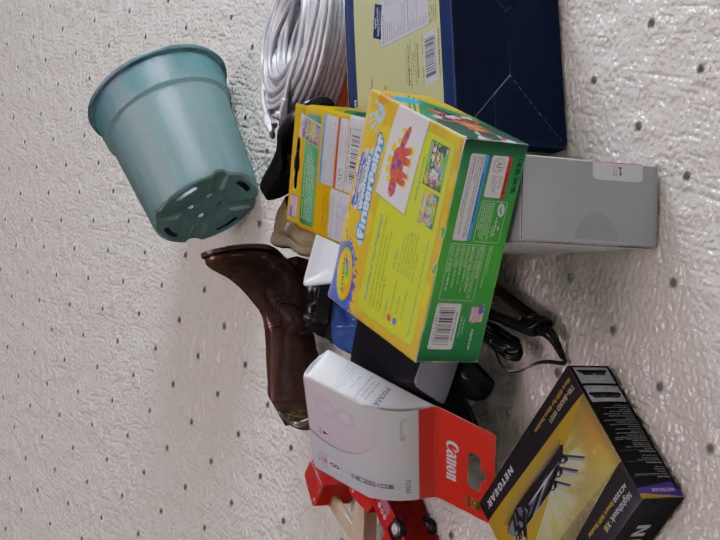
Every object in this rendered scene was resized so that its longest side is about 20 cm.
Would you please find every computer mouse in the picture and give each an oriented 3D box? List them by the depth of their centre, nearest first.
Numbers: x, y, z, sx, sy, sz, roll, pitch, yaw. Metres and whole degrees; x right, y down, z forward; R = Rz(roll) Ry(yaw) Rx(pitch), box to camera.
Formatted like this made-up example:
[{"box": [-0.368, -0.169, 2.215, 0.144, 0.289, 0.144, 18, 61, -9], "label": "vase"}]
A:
[{"box": [0.085, 0.083, 1.720, 0.034, 0.058, 0.200, -49, 27, 5], "label": "computer mouse"}]

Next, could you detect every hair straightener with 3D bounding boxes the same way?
[{"box": [0.135, 0.057, 1.666, 0.077, 0.041, 0.200, -56, 43, 3], "label": "hair straightener"}]

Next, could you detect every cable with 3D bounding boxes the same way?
[{"box": [-0.062, -0.274, 1.974, 0.201, 0.068, 0.201, -106, 34, -53], "label": "cable"}]

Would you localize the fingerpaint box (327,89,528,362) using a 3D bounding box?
[{"box": [0.057, -0.041, 1.478, 0.167, 0.073, 0.202, 33, 116, 55], "label": "fingerpaint box"}]

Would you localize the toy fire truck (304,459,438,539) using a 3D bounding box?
[{"box": [0.010, 0.267, 1.865, 0.142, 0.048, 0.201, -61, 40, 38], "label": "toy fire truck"}]

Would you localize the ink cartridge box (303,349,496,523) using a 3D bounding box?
[{"box": [0.038, 0.181, 1.668, 0.199, 0.057, 0.164, 30, 147, 25], "label": "ink cartridge box"}]

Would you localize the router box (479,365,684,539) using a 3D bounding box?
[{"box": [0.200, 0.213, 1.540, 0.201, 0.052, 0.158, -63, 38, 35], "label": "router box"}]

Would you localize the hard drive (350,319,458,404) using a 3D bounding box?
[{"box": [0.056, 0.034, 1.685, 0.134, 0.042, 0.202, -2, 66, 46], "label": "hard drive"}]

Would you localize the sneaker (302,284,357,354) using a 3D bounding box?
[{"box": [0.000, 0.001, 1.825, 0.077, 0.110, 0.201, -67, 0, -56], "label": "sneaker"}]

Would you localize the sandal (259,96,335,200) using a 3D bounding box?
[{"box": [-0.065, -0.136, 1.948, 0.048, 0.075, 0.201, 56, 153, 17], "label": "sandal"}]

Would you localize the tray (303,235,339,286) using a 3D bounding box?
[{"box": [0.026, -0.036, 1.709, 0.199, 0.022, 0.108, -7, 60, 45], "label": "tray"}]

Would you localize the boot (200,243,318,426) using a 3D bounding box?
[{"box": [-0.110, 0.077, 1.961, 0.064, 0.185, 0.203, -17, 70, 42], "label": "boot"}]

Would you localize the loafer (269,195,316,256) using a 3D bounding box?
[{"box": [-0.054, -0.055, 1.970, 0.199, 0.075, 0.068, 9, 102, 59], "label": "loafer"}]

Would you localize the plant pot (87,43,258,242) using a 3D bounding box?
[{"box": [-0.236, -0.158, 2.192, 0.201, 0.198, 0.198, -53, 52, 44], "label": "plant pot"}]

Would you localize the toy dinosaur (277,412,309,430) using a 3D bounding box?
[{"box": [0.008, 0.160, 1.795, 0.102, 0.198, 0.078, -21, -51, -83], "label": "toy dinosaur"}]

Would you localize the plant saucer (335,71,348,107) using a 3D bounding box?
[{"box": [0.027, -0.151, 1.877, 0.199, 0.037, 0.203, -5, 84, 60], "label": "plant saucer"}]

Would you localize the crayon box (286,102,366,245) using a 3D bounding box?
[{"box": [-0.014, -0.096, 1.651, 0.200, 0.051, 0.127, -155, 68, -65], "label": "crayon box"}]

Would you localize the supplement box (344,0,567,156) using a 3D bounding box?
[{"box": [0.091, -0.202, 1.673, 0.199, 0.133, 0.203, -16, 73, 58], "label": "supplement box"}]

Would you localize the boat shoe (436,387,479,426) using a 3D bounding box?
[{"box": [0.068, 0.121, 1.748, 0.200, 0.072, 0.063, -132, 42, -56], "label": "boat shoe"}]

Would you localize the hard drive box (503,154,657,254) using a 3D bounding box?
[{"box": [0.153, -0.057, 1.538, 0.199, 0.154, 0.078, -1, 88, 59], "label": "hard drive box"}]
